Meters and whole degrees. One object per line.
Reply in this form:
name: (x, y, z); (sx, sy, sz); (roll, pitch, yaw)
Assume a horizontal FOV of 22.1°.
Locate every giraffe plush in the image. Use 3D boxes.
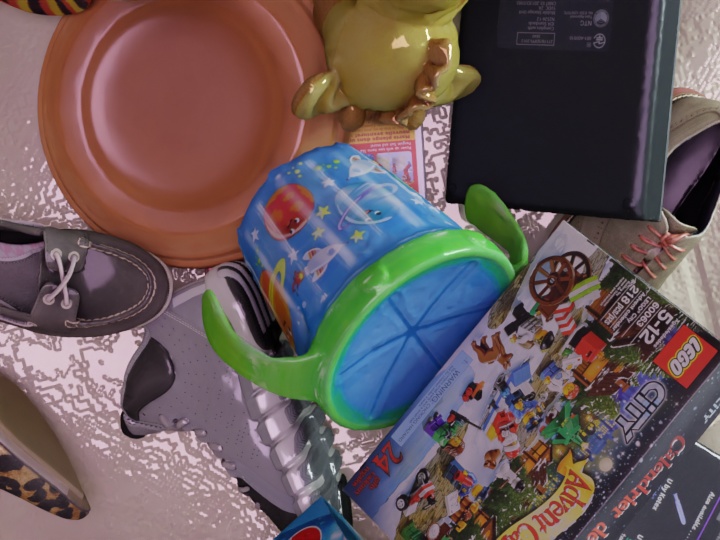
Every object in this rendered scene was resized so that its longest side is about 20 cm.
giraffe plush: (0.031, -0.164, 1.057); (0.172, 0.200, 0.162); (13, 133, -12)

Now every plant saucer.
plant saucer: (-0.105, -0.100, 1.122); (0.199, 0.037, 0.201); (1, 94, 10)

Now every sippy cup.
sippy cup: (0.000, 0.000, 1.067); (0.140, 0.178, 0.130); (-54, 54, 19)

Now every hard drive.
hard drive: (0.121, -0.134, 1.104); (0.139, 0.033, 0.201); (7, 93, 35)

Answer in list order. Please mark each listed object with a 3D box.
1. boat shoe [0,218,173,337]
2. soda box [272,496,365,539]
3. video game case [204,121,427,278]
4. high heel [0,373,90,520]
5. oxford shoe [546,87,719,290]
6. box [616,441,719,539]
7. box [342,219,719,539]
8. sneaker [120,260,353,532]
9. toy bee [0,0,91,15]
boat shoe: (-0.214, 0.002, 1.111); (0.199, 0.057, 0.067); (9, 91, 14)
soda box: (0.022, 0.229, 1.102); (0.064, 0.068, 0.200); (-41, 116, 1)
video game case: (-0.032, -0.084, 1.149); (0.142, 0.017, 0.201); (-4, 92, 0)
high heel: (-0.275, 0.118, 1.143); (0.200, 0.071, 0.143); (43, 105, -5)
oxford shoe: (0.164, -0.019, 1.117); (0.070, 0.075, 0.201); (25, 94, -19)
box: (0.190, 0.162, 1.089); (0.200, 0.122, 0.106); (31, 85, -10)
box: (0.100, 0.089, 1.015); (0.200, 0.038, 0.137); (-51, 51, 2)
sneaker: (-0.085, 0.102, 1.139); (0.115, 0.075, 0.201); (-20, 94, 15)
toy bee: (-0.255, -0.213, 1.113); (0.200, 0.109, 0.131); (47, 60, -11)
